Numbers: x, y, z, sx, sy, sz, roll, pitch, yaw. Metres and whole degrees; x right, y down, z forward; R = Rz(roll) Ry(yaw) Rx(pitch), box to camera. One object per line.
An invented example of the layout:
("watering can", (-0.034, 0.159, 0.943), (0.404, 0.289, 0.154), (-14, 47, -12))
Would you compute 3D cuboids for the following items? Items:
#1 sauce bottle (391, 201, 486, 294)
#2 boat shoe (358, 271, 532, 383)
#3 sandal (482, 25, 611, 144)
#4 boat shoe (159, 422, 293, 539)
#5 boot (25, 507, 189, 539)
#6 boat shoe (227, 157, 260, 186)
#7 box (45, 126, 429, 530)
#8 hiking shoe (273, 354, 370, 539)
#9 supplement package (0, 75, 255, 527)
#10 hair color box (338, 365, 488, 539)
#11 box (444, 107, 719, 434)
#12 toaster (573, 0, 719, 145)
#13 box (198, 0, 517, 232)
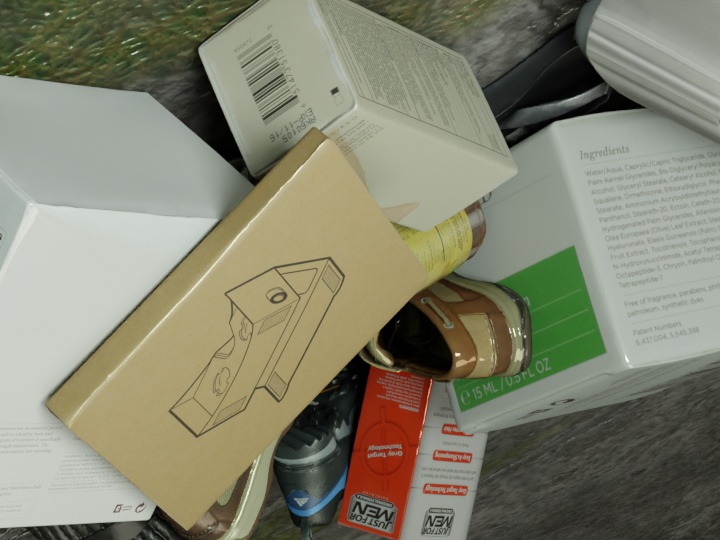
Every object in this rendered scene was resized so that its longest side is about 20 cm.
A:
("sauce bottle", (0.000, 0.000, 1.377), (0.200, 0.065, 0.065), (-30, 167, -43))
("boat shoe", (0.031, 0.032, 1.458), (0.074, 0.076, 0.200), (-16, -165, -32))
("sandal", (0.113, -0.104, 1.422), (0.200, 0.043, 0.076), (-31, 158, 16))
("boat shoe", (-0.087, 0.087, 1.483), (0.075, 0.203, 0.075), (-8, 150, 42))
("boot", (-0.164, 0.148, 1.544), (0.211, 0.158, 0.079), (-33, -163, 35))
("boat shoe", (-0.060, -0.041, 1.342), (0.071, 0.064, 0.200), (-19, -179, -16))
("box", (-0.061, 0.036, 1.163), (0.200, 0.021, 0.164), (-46, 148, -6))
("hiking shoe", (-0.019, 0.126, 1.674), (0.074, 0.087, 0.200), (5, -157, 24))
("supplement package", (-0.180, 0.016, 1.160), (0.191, 0.147, 0.200), (4, 120, -49))
("hair color box", (0.052, 0.101, 1.631), (0.061, 0.201, 0.101), (11, 179, 34))
("box", (0.173, -0.004, 1.487), (0.200, 0.172, 0.199), (-9, 168, -34))
("toaster", (0.220, -0.138, 1.308), (0.114, 0.129, 0.200), (-59, 152, 4))
("box", (0.003, -0.092, 1.267), (0.078, 0.095, 0.200), (-33, 156, 22))
